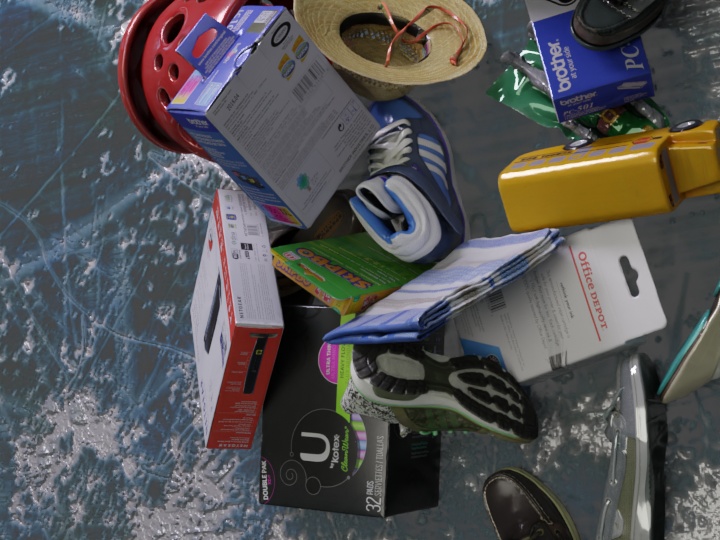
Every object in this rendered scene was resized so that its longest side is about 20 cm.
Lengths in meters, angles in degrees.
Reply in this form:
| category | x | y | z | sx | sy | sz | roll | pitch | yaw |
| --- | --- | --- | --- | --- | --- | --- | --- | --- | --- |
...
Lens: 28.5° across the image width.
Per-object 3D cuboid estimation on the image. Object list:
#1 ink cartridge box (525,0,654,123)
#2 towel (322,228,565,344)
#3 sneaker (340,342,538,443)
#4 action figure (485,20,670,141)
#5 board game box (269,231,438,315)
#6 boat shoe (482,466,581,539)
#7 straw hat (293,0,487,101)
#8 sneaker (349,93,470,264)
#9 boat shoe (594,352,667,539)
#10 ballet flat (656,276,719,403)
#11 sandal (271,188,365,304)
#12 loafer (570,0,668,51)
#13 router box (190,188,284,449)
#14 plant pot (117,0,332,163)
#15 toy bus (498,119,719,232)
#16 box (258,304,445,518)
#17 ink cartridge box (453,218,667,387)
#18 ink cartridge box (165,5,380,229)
| category | x | y | z | sx | sy | sz | roll | pitch | yaw |
| --- | --- | --- | --- | --- | --- | --- | --- | --- | --- |
| ink cartridge box | 0.207 | -0.243 | 1.338 | 0.094 | 0.044 | 0.201 | -16 | 61 | 9 |
| towel | 0.076 | 0.014 | 1.296 | 0.147 | 0.200 | 0.024 | -8 | 109 | 54 |
| sneaker | 0.070 | 0.124 | 1.318 | 0.089 | 0.199 | 0.077 | 125 | 159 | -45 |
| action figure | 0.225 | -0.160 | 1.362 | 0.200 | 0.055 | 0.118 | 43 | 103 | 21 |
| board game box | 0.000 | 0.000 | 1.388 | 0.095 | 0.200 | 0.030 | 34 | 112 | 27 |
| boat shoe | 0.174 | 0.275 | 1.344 | 0.073 | 0.065 | 0.200 | -42 | 67 | 21 |
| straw hat | 0.021 | -0.219 | 1.439 | 0.201 | 0.201 | 0.085 | 47 | 142 | 24 |
| sneaker | 0.034 | -0.100 | 1.407 | 0.080 | 0.146 | 0.201 | -28 | 73 | 24 |
| boat shoe | 0.245 | 0.177 | 1.310 | 0.064 | 0.074 | 0.203 | 0 | 93 | 25 |
| ballet flat | 0.337 | 0.041 | 1.277 | 0.069 | 0.069 | 0.201 | 29 | 99 | 28 |
| sandal | -0.069 | -0.006 | 1.509 | 0.200 | 0.055 | 0.082 | -47 | 66 | 21 |
| loafer | 0.265 | -0.278 | 1.284 | 0.200 | 0.063 | 0.072 | -40 | 68 | -19 |
| router box | -0.129 | 0.049 | 1.445 | 0.200 | 0.049 | 0.180 | -104 | 24 | -46 |
| plant pot | -0.136 | -0.207 | 1.483 | 0.182 | 0.200 | 0.201 | 9 | 90 | 45 |
| toy bus | 0.233 | -0.085 | 1.300 | 0.199 | 0.078 | 0.065 | -7 | 109 | 33 |
| box | -0.006 | 0.136 | 1.424 | 0.148 | 0.124 | 0.201 | 1 | 87 | 29 |
| ink cartridge box | 0.193 | 0.035 | 1.352 | 0.199 | 0.068 | 0.117 | -22 | 77 | 26 |
| ink cartridge box | -0.089 | -0.157 | 1.352 | 0.076 | 0.200 | 0.137 | 13 | 62 | 48 |
